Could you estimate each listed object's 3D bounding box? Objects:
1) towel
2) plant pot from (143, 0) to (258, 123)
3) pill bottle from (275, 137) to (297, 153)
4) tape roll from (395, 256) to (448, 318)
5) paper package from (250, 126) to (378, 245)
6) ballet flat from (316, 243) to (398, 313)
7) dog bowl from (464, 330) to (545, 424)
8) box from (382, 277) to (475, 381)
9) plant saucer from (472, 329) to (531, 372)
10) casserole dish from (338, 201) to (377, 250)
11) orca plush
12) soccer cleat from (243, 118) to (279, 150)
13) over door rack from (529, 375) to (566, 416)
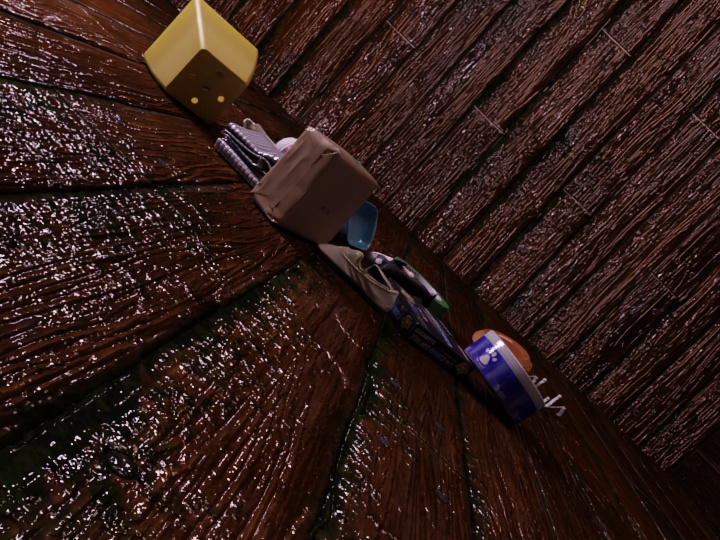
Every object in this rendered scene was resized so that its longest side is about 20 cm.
[{"bbox_3d":[-0.211,-0.237,1.580,0.166,0.086,0.200,45,10,15],"label":"towel"},{"bbox_3d":[-0.361,-0.462,1.661,0.200,0.200,0.177,36,22,-37],"label":"plant pot"},{"bbox_3d":[-0.148,-0.246,1.772,0.119,0.120,0.200,35,12,-40],"label":"pill bottle"},{"bbox_3d":[0.154,0.049,1.962,0.200,0.048,0.201,42,9,-8],"label":"tape roll"},{"bbox_3d":[-0.088,-0.164,1.447,0.104,0.191,0.200,48,9,26],"label":"paper package"},{"bbox_3d":[0.000,0.000,1.481,0.200,0.069,0.069,44,9,3],"label":"ballet flat"},{"bbox_3d":[0.316,0.236,1.589,0.201,0.079,0.200,55,1,-1],"label":"dog bowl"},{"bbox_3d":[0.141,0.127,1.573,0.198,0.050,0.200,37,12,-30],"label":"box"},{"bbox_3d":[0.431,0.236,2.166,0.199,0.038,0.200,25,19,-9],"label":"plant saucer"},{"bbox_3d":[-0.008,-0.121,1.864,0.038,0.122,0.200,14,-1,22],"label":"casserole dish"},{"bbox_3d":[0.089,0.039,1.772,0.200,0.071,0.105,44,-36,-21],"label":"orca plush"},{"bbox_3d":[-0.253,-0.315,1.767,0.200,0.069,0.078,48,-19,57],"label":"soccer cleat"},{"bbox_3d":[0.556,0.361,2.215,0.148,0.067,0.200,51,12,34],"label":"over door rack"}]
